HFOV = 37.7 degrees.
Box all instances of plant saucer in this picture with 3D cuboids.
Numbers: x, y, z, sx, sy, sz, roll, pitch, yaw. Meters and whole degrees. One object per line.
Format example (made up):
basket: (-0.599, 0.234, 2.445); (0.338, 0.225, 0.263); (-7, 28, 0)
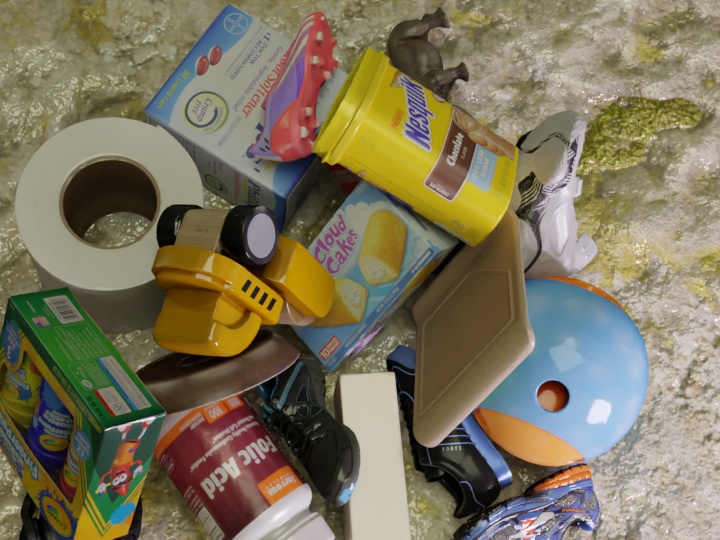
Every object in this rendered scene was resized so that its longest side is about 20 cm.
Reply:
plant saucer: (-0.162, 0.102, 1.101); (0.198, 0.200, 0.033); (-18, 98, -13)

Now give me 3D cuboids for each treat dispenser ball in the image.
treat dispenser ball: (0.208, 0.108, 1.138); (0.198, 0.201, 0.204); (2, 68, -6)

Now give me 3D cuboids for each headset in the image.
headset: (-0.294, 0.293, 1.088); (0.122, 0.094, 0.202); (8, 53, -3)

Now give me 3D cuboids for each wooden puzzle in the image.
wooden puzzle: (0.115, 0.058, 1.090); (0.037, 0.185, 0.201); (25, 36, -20)

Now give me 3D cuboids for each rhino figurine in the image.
rhino figurine: (0.094, -0.238, 1.334); (0.086, 0.060, 0.202); (-20, 72, 6)

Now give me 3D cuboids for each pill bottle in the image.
pill bottle: (-0.122, 0.226, 1.098); (0.114, 0.114, 0.201); (-34, 76, -18)

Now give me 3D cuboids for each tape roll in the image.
tape roll: (-0.271, -0.048, 1.174); (0.199, 0.139, 0.206); (3, 68, -6)

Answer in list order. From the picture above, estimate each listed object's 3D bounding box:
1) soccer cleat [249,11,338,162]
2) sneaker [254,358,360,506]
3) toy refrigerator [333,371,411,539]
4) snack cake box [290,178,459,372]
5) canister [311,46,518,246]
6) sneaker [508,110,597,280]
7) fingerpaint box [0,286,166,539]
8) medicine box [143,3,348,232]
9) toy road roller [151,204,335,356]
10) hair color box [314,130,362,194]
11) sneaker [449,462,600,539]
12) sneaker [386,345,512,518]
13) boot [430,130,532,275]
soccer cleat: (-0.075, -0.211, 1.195); (0.075, 0.067, 0.202); (-4, 60, 20)
sneaker: (-0.064, 0.168, 1.111); (0.081, 0.074, 0.201); (13, 27, -33)
toy refrigerator: (0.014, 0.218, 1.139); (0.069, 0.076, 0.203); (-3, 68, -8)
snack cake box: (0.000, 0.000, 1.161); (0.115, 0.200, 0.067); (46, 29, 11)
canister: (0.062, -0.128, 1.103); (0.199, 0.087, 0.149); (31, 38, -9)
sneaker: (0.220, -0.073, 1.193); (0.114, 0.075, 0.202); (21, 94, -38)
fingerpaint box: (-0.291, 0.146, 1.047); (0.073, 0.168, 0.200); (-10, 44, -44)
medicine box: (-0.126, -0.182, 1.264); (0.198, 0.103, 0.183); (31, 69, 6)
toy road roller: (-0.130, 0.028, 1.070); (0.122, 0.200, 0.148); (3, 66, 33)
hair color box: (0.045, -0.114, 1.228); (0.200, 0.064, 0.111); (48, 67, -23)
sneaker: (0.179, 0.281, 1.138); (0.198, 0.075, 0.079); (-24, 77, -13)
sneaker: (0.080, 0.178, 1.166); (0.077, 0.070, 0.201); (-33, 73, -19)
boot: (0.136, -0.081, 1.220); (0.198, 0.065, 0.168); (-2, 91, -30)
